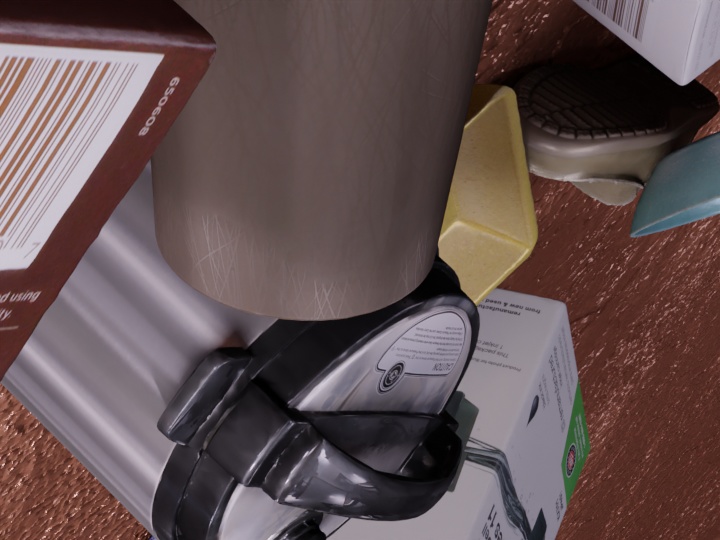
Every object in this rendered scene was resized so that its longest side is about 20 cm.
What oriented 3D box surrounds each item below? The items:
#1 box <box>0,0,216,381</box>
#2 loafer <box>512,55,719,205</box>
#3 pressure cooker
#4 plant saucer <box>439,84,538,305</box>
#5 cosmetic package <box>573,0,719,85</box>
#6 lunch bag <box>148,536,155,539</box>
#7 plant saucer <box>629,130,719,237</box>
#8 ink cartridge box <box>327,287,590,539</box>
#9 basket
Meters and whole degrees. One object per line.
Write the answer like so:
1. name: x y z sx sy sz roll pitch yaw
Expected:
1. box: -0.184 -0.060 0.753 0.164 0.200 0.166 -55 157 20
2. loafer: 0.134 -0.070 1.508 0.200 0.076 0.068 -13 135 -56
3. pressure cooker: -0.046 0.036 1.183 0.176 0.200 0.179 -33 154 -30
4. plant saucer: 0.000 0.000 1.416 0.200 0.048 0.200 -44 158 -11
5. cosmetic package: 0.196 -0.189 1.385 0.200 0.102 0.074 -38 156 -26
6. lunch bag: -0.074 0.179 1.556 0.200 0.076 0.160 -47 157 -5
7. plant saucer: 0.233 -0.066 1.471 0.199 0.036 0.200 -19 176 -1
8. ink cartridge box: 0.056 0.129 1.553 0.147 0.083 0.200 76 32 -49
9. basket: -0.017 -0.093 1.032 0.180 0.136 0.201 -37 143 -46
